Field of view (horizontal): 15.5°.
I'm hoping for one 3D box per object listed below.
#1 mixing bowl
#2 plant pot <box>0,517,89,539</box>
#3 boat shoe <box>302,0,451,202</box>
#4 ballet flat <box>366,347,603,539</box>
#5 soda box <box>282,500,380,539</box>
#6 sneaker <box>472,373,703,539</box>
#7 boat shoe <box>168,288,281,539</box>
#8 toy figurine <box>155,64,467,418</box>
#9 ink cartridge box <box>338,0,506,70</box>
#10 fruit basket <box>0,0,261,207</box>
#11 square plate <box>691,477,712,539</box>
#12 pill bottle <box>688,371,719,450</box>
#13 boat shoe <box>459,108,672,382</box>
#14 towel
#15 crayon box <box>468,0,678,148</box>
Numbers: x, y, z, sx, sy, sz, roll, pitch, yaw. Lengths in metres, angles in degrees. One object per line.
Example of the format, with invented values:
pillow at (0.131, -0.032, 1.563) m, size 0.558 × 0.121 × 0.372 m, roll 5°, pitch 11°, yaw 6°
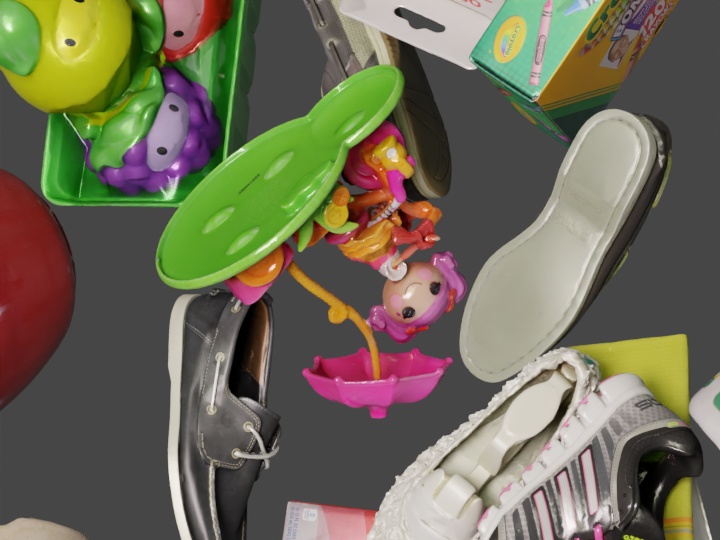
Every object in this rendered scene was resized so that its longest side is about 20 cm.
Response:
mixing bowl at (-0.263, 0.003, 1.786) m, size 0.108 × 0.201 × 0.200 m, roll -25°, pitch 63°, yaw -35°
plant pot at (-0.236, 0.266, 1.710) m, size 0.199 × 0.201 × 0.185 m, roll -13°, pitch 63°, yaw 15°
boat shoe at (0.005, -0.128, 1.776) m, size 0.066 × 0.072 × 0.202 m, roll -25°, pitch 66°, yaw 17°
ballet flat at (0.075, 0.121, 1.650) m, size 0.072 × 0.072 × 0.200 m, roll 39°, pitch 82°, yaw 22°
soda box at (-0.022, 0.253, 1.697) m, size 0.069 × 0.063 × 0.202 m, roll 4°, pitch 79°, yaw 19°
sneaker at (0.138, 0.157, 1.608) m, size 0.087 × 0.074 × 0.200 m, roll 28°, pitch 71°, yaw 36°
boat shoe at (-0.087, 0.110, 1.747) m, size 0.067 × 0.072 × 0.202 m, roll -7°, pitch 74°, yaw 21°
toy figurine at (0.000, 0.000, 1.698) m, size 0.200 × 0.184 × 0.150 m, roll -43°, pitch 26°, yaw -6°
ink cartridge box at (0.077, -0.241, 1.742) m, size 0.116 × 0.068 × 0.201 m, roll 24°, pitch 66°, yaw 20°
fruit basket at (-0.157, -0.143, 1.760) m, size 0.154 × 0.216 × 0.217 m, roll 2°, pitch 78°, yaw 18°
square plate at (0.140, 0.244, 1.665) m, size 0.199 × 0.028 × 0.200 m, roll -19°, pitch 72°, yaw 13°
pill bottle at (0.308, 0.059, 1.608) m, size 0.200 × 0.113 × 0.113 m, roll -42°, pitch 69°, yaw 5°
boat shoe at (0.136, -0.013, 1.703) m, size 0.072 × 0.060 × 0.202 m, roll 41°, pitch 110°, yaw 23°
towel at (0.168, 0.137, 1.662) m, size 0.085 × 0.018 × 0.201 m, roll -6°, pitch 62°, yaw 16°
crayon box at (0.160, -0.188, 1.708) m, size 0.058 × 0.119 × 0.201 m, roll 34°, pitch 90°, yaw 22°
